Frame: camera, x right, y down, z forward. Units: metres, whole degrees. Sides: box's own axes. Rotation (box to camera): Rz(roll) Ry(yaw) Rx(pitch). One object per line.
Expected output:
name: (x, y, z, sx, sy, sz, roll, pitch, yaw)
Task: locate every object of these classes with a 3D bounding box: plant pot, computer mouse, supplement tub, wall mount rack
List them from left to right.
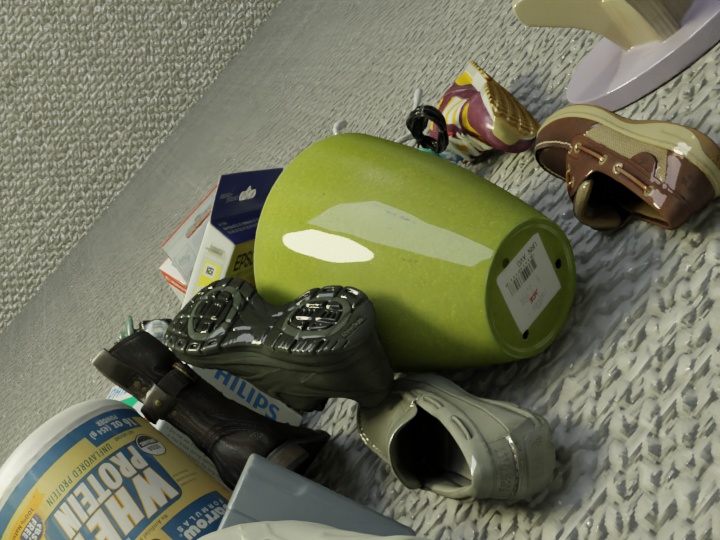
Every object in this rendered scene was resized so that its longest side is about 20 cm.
supplement tub: (-0.142, 0.197, 0.654, 0.145, 0.199, 0.146, -47, -21, -25)
wall mount rack: (0.003, -0.132, 1.134, 0.173, 0.075, 0.200, -25, -10, -46)
computer mouse: (0.053, -0.123, 0.976, 0.034, 0.058, 0.200, -65, 3, -18)
plant pot: (0.051, -0.002, 0.716, 0.199, 0.187, 0.188, 13, 62, 51)

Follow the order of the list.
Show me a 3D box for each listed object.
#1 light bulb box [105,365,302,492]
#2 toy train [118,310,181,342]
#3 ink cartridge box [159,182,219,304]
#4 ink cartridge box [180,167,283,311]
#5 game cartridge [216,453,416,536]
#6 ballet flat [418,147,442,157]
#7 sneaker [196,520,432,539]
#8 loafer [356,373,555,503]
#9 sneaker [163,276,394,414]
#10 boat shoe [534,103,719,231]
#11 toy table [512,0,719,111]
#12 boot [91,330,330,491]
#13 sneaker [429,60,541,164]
light bulb box: (-0.183, 0.199, 0.879, 0.197, 0.124, 0.202, -25, 32, 47)
toy train: (-0.226, 0.116, 1.092, 0.200, 0.084, 0.116, 128, 136, -69)
ink cartridge box: (-0.168, -0.013, 1.113, 0.050, 0.201, 0.109, 27, 66, 31)
ink cartridge box: (-0.126, -0.003, 1.027, 0.198, 0.046, 0.203, -32, -35, -74)
game cartridge: (-0.043, 0.220, 0.554, 0.042, 0.131, 0.202, 109, -177, -58)
ballet flat: (0.027, -0.061, 1.001, 0.200, 0.067, 0.069, -28, 37, 64)
sneaker: (-0.009, 0.159, 0.506, 0.196, 0.085, 0.074, 4, 56, 10)
loafer: (0.044, 0.108, 0.639, 0.069, 0.071, 0.199, -8, 1, -28)
sneaker: (-0.062, 0.061, 0.698, 0.198, 0.091, 0.076, 6, 47, 40)
boat shoe: (0.175, -0.066, 0.700, 0.072, 0.072, 0.200, -49, 27, -5)
toy table: (0.229, -0.235, 0.812, 0.200, 0.117, 0.185, -42, 22, 16)
boot: (-0.115, 0.107, 0.770, 0.070, 0.173, 0.200, -52, -7, -2)
sneaker: (0.113, -0.135, 0.947, 0.090, 0.074, 0.201, -51, 13, 17)
